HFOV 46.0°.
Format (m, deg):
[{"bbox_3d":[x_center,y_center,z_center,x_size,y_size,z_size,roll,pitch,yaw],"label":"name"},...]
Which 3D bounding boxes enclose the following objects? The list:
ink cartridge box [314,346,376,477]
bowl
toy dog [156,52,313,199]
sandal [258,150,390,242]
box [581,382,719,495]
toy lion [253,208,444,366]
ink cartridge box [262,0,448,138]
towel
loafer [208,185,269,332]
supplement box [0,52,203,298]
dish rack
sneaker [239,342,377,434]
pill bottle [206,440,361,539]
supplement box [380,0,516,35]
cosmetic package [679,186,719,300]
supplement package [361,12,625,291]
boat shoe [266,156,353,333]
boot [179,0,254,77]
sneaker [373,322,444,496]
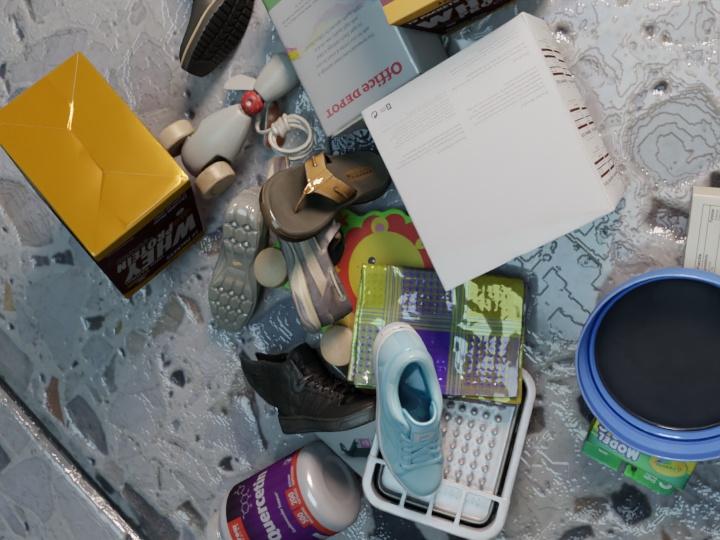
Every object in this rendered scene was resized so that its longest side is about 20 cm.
[{"bbox_3d":[0.023,0.159,1.041,0.199,0.043,0.175,40,114,10],"label":"ink cartridge box"},{"bbox_3d":[0.315,0.092,0.843,0.196,0.039,0.205,9,113,20],"label":"bowl"},{"bbox_3d":[-0.145,-0.172,1.030,0.196,0.096,0.134,-20,91,9],"label":"toy dog"},{"bbox_3d":[-0.031,-0.094,0.924,0.082,0.198,0.055,55,138,13],"label":"sandal"},{"bbox_3d":[0.324,0.141,0.912,0.116,0.048,0.204,24,111,16],"label":"box"},{"bbox_3d":[0.000,0.000,0.999,0.192,0.069,0.200,-46,75,8],"label":"toy lion"},{"bbox_3d":[-0.009,-0.269,0.928,0.144,0.087,0.203,-26,88,36],"label":"ink cartridge box"},{"bbox_3d":[0.089,0.071,0.946,0.195,0.023,0.147,8,93,2],"label":"towel"},{"bbox_3d":[-0.146,-0.011,1.064,0.069,0.070,0.203,21,125,4],"label":"loafer"},{"bbox_3d":[-0.304,-0.103,1.009,0.132,0.200,0.198,-41,83,-14],"label":"supplement box"},{"bbox_3d":[0.103,0.192,0.984,0.168,0.044,0.204,15,89,11],"label":"dish rack"},{"bbox_3d":[-0.058,0.135,1.005,0.197,0.059,0.107,-15,90,42],"label":"sneaker"},{"bbox_3d":[-0.102,0.307,1.083,0.198,0.112,0.114,-33,88,24],"label":"pill bottle"},{"bbox_3d":[0.080,-0.354,0.824,0.131,0.200,0.201,-20,93,24],"label":"supplement box"},{"bbox_3d":[0.419,-0.019,0.824,0.196,0.073,0.106,9,105,21],"label":"cosmetic package"},{"bbox_3d":[0.142,-0.121,0.876,0.189,0.147,0.203,-26,91,25],"label":"supplement package"},{"bbox_3d":[-0.057,-0.033,0.961,0.072,0.075,0.204,-15,85,-4],"label":"boat shoe"},{"bbox_3d":[-0.193,-0.351,1.014,0.137,0.077,0.202,34,98,17],"label":"boot"},{"bbox_3d":[0.054,0.162,0.893,0.072,0.082,0.204,-16,110,-6],"label":"sneaker"}]
